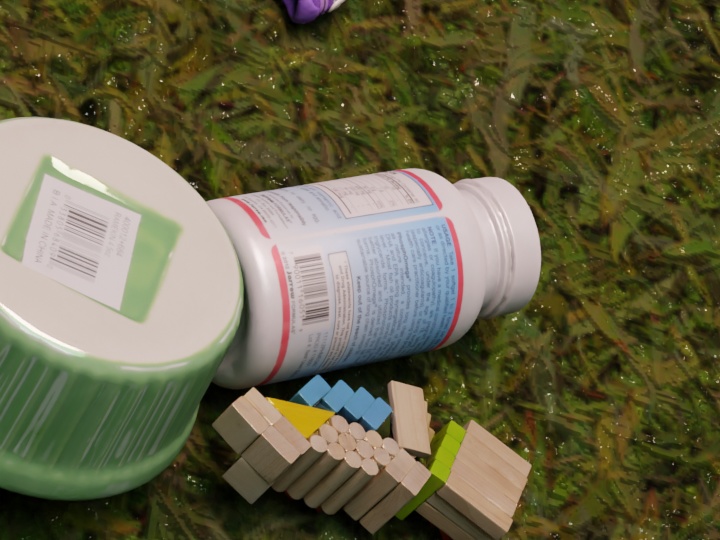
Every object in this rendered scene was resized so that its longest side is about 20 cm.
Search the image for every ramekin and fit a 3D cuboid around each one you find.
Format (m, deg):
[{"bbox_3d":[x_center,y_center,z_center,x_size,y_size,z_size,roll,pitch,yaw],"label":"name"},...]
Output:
[{"bbox_3d":[-0.159,0.013,1.294,0.200,0.098,0.200,20,41,-19],"label":"ramekin"}]

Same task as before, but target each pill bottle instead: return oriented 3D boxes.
[{"bbox_3d":[0.000,0.000,1.407,0.200,0.109,0.109,-10,71,-31],"label":"pill bottle"}]

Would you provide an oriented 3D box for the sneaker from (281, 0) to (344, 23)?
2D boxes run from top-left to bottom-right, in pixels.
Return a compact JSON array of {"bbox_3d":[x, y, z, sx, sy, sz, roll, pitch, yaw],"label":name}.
[{"bbox_3d":[-0.083,-0.233,1.503,0.200,0.081,0.083,41,61,-5],"label":"sneaker"}]

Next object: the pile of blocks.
[{"bbox_3d":[-0.001,0.108,1.388,0.200,0.062,0.082,20,46,-26],"label":"pile of blocks"}]
